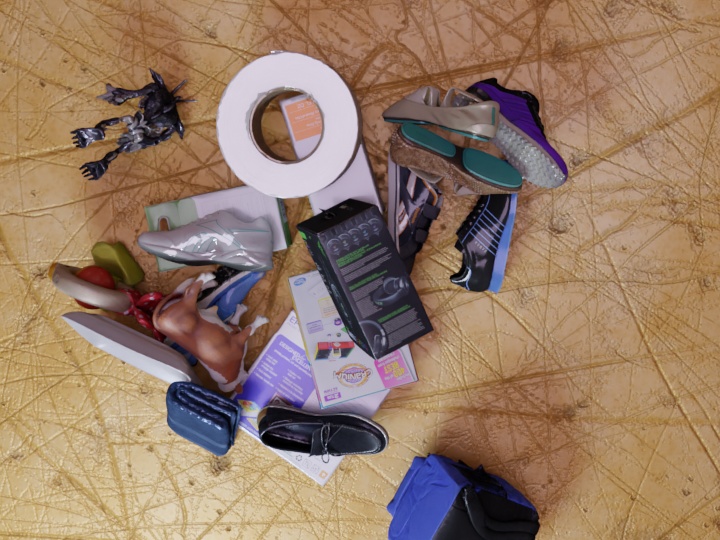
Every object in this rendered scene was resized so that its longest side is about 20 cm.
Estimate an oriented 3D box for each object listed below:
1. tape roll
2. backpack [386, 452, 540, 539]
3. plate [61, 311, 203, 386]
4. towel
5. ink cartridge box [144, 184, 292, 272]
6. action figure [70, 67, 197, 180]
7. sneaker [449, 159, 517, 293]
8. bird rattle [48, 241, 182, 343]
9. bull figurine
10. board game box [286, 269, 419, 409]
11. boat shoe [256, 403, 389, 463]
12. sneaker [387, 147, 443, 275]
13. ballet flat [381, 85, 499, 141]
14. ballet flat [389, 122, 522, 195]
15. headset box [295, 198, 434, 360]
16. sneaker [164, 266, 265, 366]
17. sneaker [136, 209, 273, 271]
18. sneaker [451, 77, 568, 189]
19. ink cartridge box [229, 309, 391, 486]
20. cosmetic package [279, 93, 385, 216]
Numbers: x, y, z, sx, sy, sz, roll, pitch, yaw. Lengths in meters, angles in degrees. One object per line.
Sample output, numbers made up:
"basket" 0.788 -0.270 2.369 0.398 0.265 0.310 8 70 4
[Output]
"tape roll" -0.098 -0.204 1.471 0.201 0.071 0.203 1 98 6
"backpack" 0.156 0.360 1.550 0.199 0.168 0.163 24 104 -32
"plate" -0.321 0.118 1.534 0.199 0.200 0.032 24 75 7
"towel" -0.233 0.216 1.544 0.111 0.200 0.049 27 68 2
"ink cartridge box" -0.211 -0.067 1.571 0.199 0.059 0.104 -11 97 5
"action figure" -0.336 -0.219 1.533 0.102 0.200 0.119 9 129 38
"sneaker" 0.181 -0.067 1.541 0.078 0.070 0.201 8 97 -2
"bird rattle" -0.368 0.038 1.529 0.163 0.200 0.113 14 107 -39
"bull figurine" -0.208 0.091 1.514 0.200 0.065 0.122 44 75 -38
"board game box" -0.013 0.088 1.556 0.152 0.040 0.201 -14 87 -7
"boat shoe" -0.058 0.245 1.545 0.199 0.062 0.075 11 119 -1
"sneaker" 0.080 -0.083 1.541 0.079 0.078 0.201 1 95 9
"ballet flat" 0.114 -0.230 1.489 0.199 0.069 0.070 18 100 39
"ballet flat" 0.131 -0.146 1.488 0.199 0.071 0.065 24 131 -6
"headset box" 0.000 0.000 1.437 0.092 0.174 0.201 -27 103 -8
"sneaker" -0.213 0.064 1.589 0.200 0.079 0.089 -45 112 4
"sneaker" -0.221 -0.046 1.517 0.199 0.070 0.081 5 83 0
"sneaker" 0.234 -0.208 1.505 0.200 0.070 0.099 43 61 12
"ink cartridge box" -0.078 0.192 1.601 0.198 0.043 0.200 35 96 -2
"cosmetic package" -0.040 -0.166 1.543 0.101 0.071 0.201 -17 96 5
